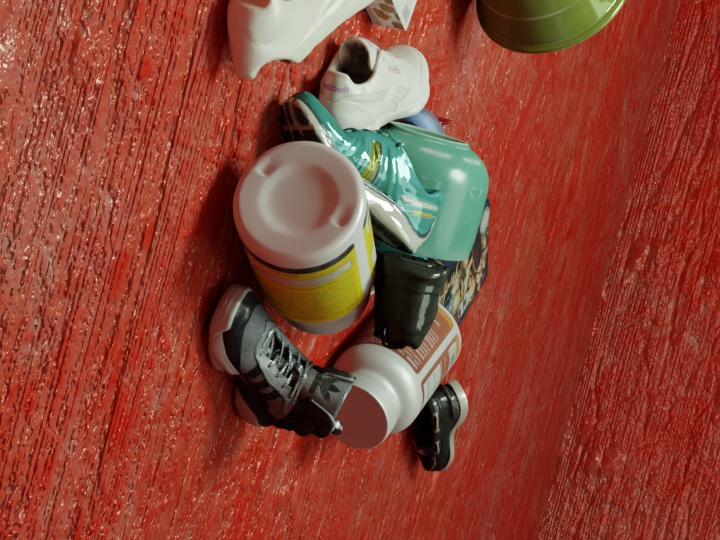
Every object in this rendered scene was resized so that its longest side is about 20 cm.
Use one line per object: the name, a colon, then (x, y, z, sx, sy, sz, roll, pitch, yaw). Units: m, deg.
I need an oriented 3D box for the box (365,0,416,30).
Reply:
box: (0.012, -0.296, 1.204, 0.200, 0.038, 0.042, 51, 55, -67)

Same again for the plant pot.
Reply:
plant pot: (0.198, -0.391, 1.475, 0.190, 0.199, 0.201, 49, 58, -52)

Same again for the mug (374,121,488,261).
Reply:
mug: (0.057, -0.089, 1.317, 0.185, 0.151, 0.115, -54, 159, -78)

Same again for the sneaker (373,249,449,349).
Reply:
sneaker: (0.038, 0.028, 1.222, 0.200, 0.075, 0.091, -69, 169, -87)

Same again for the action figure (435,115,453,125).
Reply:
action figure: (0.073, -0.084, 1.523, 0.065, 0.051, 0.201, -28, 132, -69)

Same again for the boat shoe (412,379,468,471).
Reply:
boat shoe: (0.103, 0.231, 1.812, 0.060, 0.074, 0.200, -16, 149, -21)

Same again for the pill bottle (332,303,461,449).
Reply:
pill bottle: (0.033, 0.117, 1.459, 0.200, 0.112, 0.113, -46, 145, -54)

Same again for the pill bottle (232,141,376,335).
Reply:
pill bottle: (-0.044, -0.020, 1.130, 0.200, 0.114, 0.115, 79, 31, -66)

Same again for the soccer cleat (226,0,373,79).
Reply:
soccer cleat: (-0.049, -0.217, 1.065, 0.200, 0.069, 0.078, -34, 141, -52)

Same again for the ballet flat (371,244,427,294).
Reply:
ballet flat: (0.000, 0.000, 1.345, 0.075, 0.068, 0.200, -44, 157, 21)

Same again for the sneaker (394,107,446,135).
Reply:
sneaker: (0.052, -0.091, 1.420, 0.082, 0.074, 0.201, -50, 147, -46)

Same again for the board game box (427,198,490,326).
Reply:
board game box: (0.116, 0.015, 1.625, 0.136, 0.034, 0.200, 87, 26, -42)

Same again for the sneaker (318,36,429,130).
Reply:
sneaker: (0.018, -0.191, 1.245, 0.200, 0.074, 0.100, -50, 150, -51)

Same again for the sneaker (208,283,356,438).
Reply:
sneaker: (-0.066, 0.088, 1.160, 0.201, 0.113, 0.076, 77, 33, -53)

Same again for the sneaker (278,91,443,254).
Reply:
sneaker: (0.001, -0.100, 1.171, 0.200, 0.077, 0.080, 43, 76, -32)
